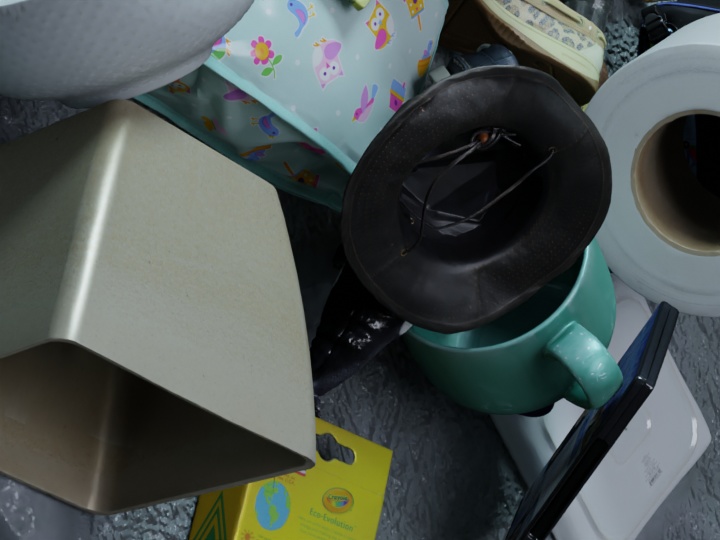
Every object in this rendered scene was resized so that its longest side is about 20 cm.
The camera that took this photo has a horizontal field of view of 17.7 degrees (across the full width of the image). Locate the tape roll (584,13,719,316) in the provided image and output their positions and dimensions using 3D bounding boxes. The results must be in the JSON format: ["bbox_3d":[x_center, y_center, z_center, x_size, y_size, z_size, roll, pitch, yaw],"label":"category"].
[{"bbox_3d":[0.268,-0.080,1.693,0.139,0.202,0.204,-35,112,-61],"label":"tape roll"}]

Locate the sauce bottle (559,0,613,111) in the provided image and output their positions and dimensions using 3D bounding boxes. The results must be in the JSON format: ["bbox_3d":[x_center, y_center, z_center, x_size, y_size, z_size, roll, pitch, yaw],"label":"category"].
[{"bbox_3d":[0.152,-0.121,1.747,0.065,0.065,0.201,27,67,-39],"label":"sauce bottle"}]

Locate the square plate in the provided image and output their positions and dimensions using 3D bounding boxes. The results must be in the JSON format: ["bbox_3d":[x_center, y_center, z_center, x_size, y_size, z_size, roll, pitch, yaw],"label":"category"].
[{"bbox_3d":[0.195,0.115,1.794,0.200,0.028,0.199,-45,116,-36],"label":"square plate"}]

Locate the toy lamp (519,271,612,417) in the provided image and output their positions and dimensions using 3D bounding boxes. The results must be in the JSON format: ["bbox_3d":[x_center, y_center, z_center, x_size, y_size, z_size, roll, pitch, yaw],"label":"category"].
[{"bbox_3d":[0.158,0.020,1.737,0.058,0.058,0.200,52,47,-28],"label":"toy lamp"}]

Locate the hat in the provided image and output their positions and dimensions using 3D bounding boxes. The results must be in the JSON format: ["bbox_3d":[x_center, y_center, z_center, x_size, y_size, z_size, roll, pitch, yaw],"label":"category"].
[{"bbox_3d":[0.062,-0.060,1.503,0.200,0.081,0.201,-15,127,-20],"label":"hat"}]

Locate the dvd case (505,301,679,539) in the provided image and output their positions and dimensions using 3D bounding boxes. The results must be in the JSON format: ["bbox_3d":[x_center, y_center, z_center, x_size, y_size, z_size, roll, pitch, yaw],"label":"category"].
[{"bbox_3d":[0.158,0.125,1.634,0.018,0.200,0.143,33,25,1],"label":"dvd case"}]

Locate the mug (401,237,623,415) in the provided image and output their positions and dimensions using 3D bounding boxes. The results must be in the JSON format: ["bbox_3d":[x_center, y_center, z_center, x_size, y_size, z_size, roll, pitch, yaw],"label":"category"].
[{"bbox_3d":[0.104,0.037,1.615,0.115,0.151,0.186,61,20,-50],"label":"mug"}]

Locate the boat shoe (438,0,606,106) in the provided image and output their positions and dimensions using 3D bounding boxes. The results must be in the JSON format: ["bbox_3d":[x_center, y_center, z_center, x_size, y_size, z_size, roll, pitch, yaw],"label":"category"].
[{"bbox_3d":[0.093,-0.192,1.679,0.200,0.073,0.063,34,58,-23],"label":"boat shoe"}]

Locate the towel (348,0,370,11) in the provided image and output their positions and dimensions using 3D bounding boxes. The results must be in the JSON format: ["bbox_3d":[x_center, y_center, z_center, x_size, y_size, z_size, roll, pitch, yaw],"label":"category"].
[{"bbox_3d":[-0.050,-0.257,1.456,0.200,0.018,0.086,43,49,-20],"label":"towel"}]

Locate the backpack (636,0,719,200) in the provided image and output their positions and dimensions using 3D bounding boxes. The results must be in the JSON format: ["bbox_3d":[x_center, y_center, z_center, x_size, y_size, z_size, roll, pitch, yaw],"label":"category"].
[{"bbox_3d":[0.306,-0.110,1.820,0.134,0.182,0.201,-28,125,-63],"label":"backpack"}]

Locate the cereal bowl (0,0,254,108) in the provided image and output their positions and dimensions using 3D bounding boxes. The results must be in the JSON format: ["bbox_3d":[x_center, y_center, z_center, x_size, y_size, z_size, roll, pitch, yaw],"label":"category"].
[{"bbox_3d":[-0.146,-0.151,1.369,0.200,0.200,0.084,-34,112,-40],"label":"cereal bowl"}]

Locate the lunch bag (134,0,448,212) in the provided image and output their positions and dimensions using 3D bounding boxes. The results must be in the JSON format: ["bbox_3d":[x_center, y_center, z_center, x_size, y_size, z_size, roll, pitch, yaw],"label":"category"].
[{"bbox_3d":[-0.039,-0.150,1.527,0.200,0.122,0.171,31,65,-32],"label":"lunch bag"}]

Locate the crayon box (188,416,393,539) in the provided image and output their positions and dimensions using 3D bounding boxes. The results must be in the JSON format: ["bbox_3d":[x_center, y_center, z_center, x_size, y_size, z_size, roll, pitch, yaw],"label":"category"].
[{"bbox_3d":[-0.055,0.197,1.533,0.127,0.051,0.201,28,69,-39],"label":"crayon box"}]

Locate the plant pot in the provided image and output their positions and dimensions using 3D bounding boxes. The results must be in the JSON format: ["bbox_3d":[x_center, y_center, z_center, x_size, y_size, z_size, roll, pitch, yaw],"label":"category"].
[{"bbox_3d":[-0.149,0.017,1.370,0.200,0.199,0.178,31,56,-38],"label":"plant pot"}]

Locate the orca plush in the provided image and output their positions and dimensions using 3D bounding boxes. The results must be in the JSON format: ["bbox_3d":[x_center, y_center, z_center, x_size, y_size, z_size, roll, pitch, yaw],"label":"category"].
[{"bbox_3d":[0.000,0.000,1.563,0.200,0.105,0.071,-40,141,-9],"label":"orca plush"}]

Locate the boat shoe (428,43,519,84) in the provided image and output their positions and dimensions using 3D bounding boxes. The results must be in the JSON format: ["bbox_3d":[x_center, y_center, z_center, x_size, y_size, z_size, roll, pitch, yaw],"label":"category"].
[{"bbox_3d":[0.091,-0.120,1.621,0.075,0.062,0.200,62,4,13],"label":"boat shoe"}]

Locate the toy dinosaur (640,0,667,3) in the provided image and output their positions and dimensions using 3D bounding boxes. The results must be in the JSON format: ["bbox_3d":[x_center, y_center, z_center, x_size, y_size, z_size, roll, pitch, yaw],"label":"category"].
[{"bbox_3d":[0.182,-0.259,1.788,0.060,0.106,0.200,-45,125,-4],"label":"toy dinosaur"}]
